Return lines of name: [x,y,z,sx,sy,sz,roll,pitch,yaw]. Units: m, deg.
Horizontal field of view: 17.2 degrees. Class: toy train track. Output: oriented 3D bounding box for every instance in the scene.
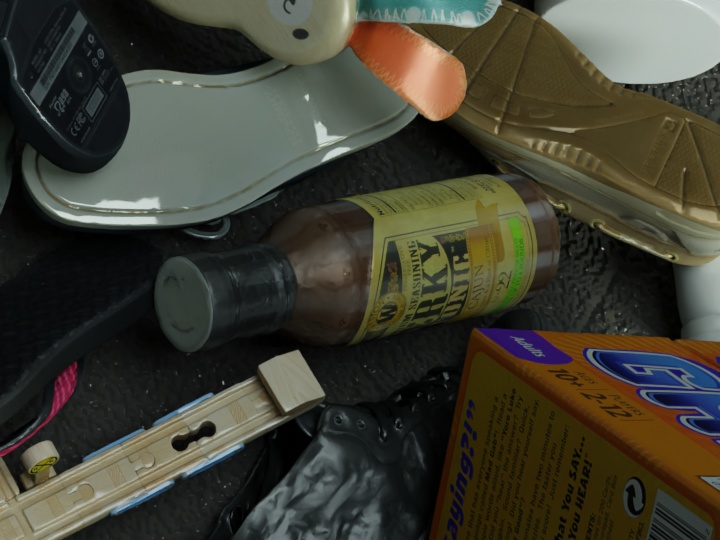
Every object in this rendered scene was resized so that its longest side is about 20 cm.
toy train track: [-0.103,0.082,0.958,0.199,0.033,0.115,-26,73,-20]

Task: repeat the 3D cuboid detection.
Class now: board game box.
board game box: [0.154,0.153,0.956,0.198,0.200,0.202,4,106,-27]

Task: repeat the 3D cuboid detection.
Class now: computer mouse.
computer mouse: [-0.151,-0.116,0.920,0.201,0.034,0.059,59,40,-32]

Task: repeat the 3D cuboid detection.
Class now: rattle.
rattle: [-0.049,-0.131,0.964,0.200,0.130,0.143,50,13,6]

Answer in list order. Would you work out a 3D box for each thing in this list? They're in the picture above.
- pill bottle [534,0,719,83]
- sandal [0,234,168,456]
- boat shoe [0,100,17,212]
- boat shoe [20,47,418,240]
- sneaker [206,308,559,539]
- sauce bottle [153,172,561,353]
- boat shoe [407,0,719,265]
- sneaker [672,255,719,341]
pill bottle: [0.140,-0.201,1.163,0.115,0.116,0.202,17,66,-22]
sandal: [-0.146,0.045,0.951,0.200,0.075,0.045,-34,133,-46]
boat shoe: [-0.183,-0.062,0.981,0.074,0.064,0.203,38,62,-39]
boat shoe: [-0.064,-0.057,1.036,0.199,0.062,0.075,-26,85,-33]
sneaker: [0.006,0.078,1.028,0.104,0.060,0.201,37,66,-16]
sauce bottle: [0.000,0.000,1.034,0.199,0.065,0.065,-13,79,-40]
boat shoe: [0.090,-0.061,1.114,0.199,0.069,0.074,32,61,11]
sneaker: [0.240,-0.005,1.173,0.199,0.075,0.100,-5,76,-29]
